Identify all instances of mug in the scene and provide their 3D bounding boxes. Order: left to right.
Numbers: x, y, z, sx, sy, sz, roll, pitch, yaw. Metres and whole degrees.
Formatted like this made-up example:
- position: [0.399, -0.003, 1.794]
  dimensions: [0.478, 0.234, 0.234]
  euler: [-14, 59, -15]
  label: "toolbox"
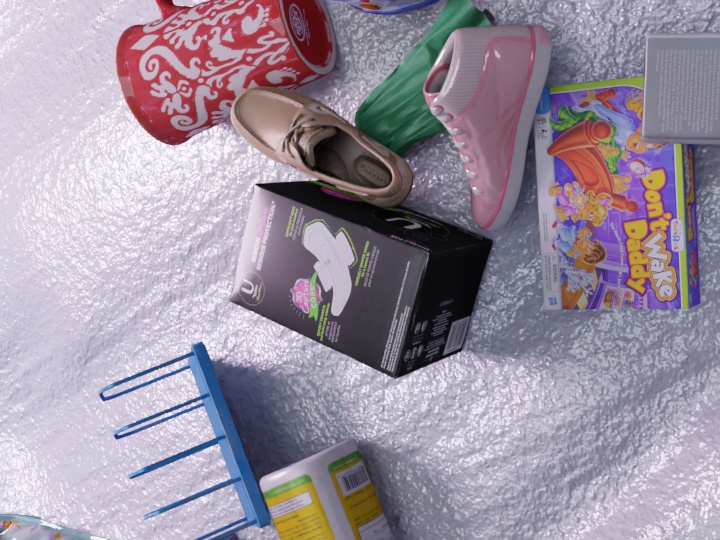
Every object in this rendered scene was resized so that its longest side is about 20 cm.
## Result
- position: [-0.144, -0.241, 1.118]
  dimensions: [0.198, 0.134, 0.179]
  euler: [-15, 109, 27]
  label: "mug"

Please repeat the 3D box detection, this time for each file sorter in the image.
- position: [-0.193, 0.200, 1.173]
  dimensions: [0.139, 0.121, 0.202]
  euler: [135, 115, -74]
  label: "file sorter"

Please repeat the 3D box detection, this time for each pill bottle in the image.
- position: [-0.020, 0.288, 1.120]
  dimensions: [0.110, 0.111, 0.202]
  euler: [-27, 82, 30]
  label: "pill bottle"

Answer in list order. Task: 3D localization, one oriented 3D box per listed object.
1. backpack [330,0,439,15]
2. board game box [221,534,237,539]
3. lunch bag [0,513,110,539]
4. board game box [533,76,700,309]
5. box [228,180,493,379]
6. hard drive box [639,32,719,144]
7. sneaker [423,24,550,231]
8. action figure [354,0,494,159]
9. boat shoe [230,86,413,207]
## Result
- position: [0.021, -0.336, 1.002]
  dimensions: [0.198, 0.153, 0.193]
  euler: [4, 87, 37]
  label: "backpack"
- position: [-0.187, 0.411, 1.264]
  dimensions: [0.198, 0.061, 0.203]
  euler: [-10, 90, 31]
  label: "board game box"
- position: [-0.422, 0.408, 1.372]
  dimensions: [0.198, 0.122, 0.173]
  euler: [8, 101, 24]
  label: "lunch bag"
- position: [0.228, -0.068, 0.970]
  dimensions: [0.133, 0.045, 0.203]
  euler: [-2, 95, 31]
  label: "board game box"
- position: [0.000, 0.000, 1.054]
  dimensions: [0.198, 0.148, 0.126]
  euler: [23, 107, 26]
  label: "box"
- position: [0.314, -0.134, 0.821]
  dimensions: [0.197, 0.156, 0.078]
  euler: [3, 97, 13]
  label: "hard drive box"
- position: [0.100, -0.129, 0.981]
  dimensions: [0.103, 0.076, 0.202]
  euler: [3, 125, -9]
  label: "sneaker"
- position: [0.060, -0.167, 1.054]
  dimensions: [0.199, 0.055, 0.119]
  euler: [-38, 78, 24]
  label: "action figure"
- position: [-0.042, -0.126, 1.038]
  dimensions: [0.198, 0.064, 0.072]
  euler: [26, 93, 14]
  label: "boat shoe"
